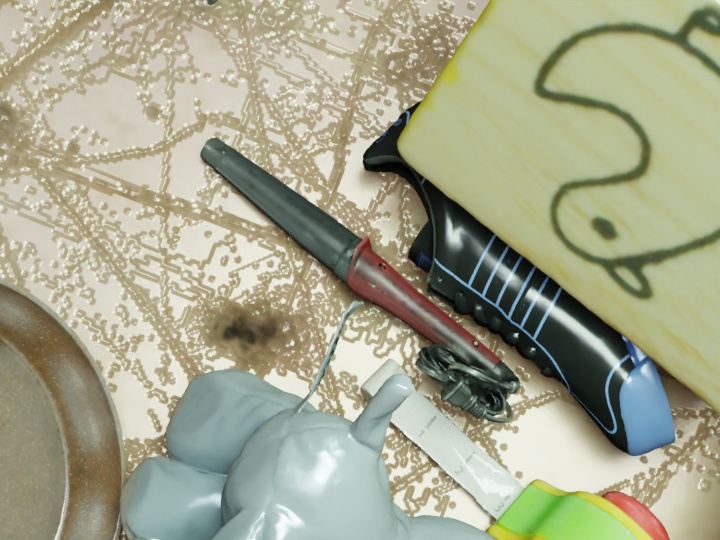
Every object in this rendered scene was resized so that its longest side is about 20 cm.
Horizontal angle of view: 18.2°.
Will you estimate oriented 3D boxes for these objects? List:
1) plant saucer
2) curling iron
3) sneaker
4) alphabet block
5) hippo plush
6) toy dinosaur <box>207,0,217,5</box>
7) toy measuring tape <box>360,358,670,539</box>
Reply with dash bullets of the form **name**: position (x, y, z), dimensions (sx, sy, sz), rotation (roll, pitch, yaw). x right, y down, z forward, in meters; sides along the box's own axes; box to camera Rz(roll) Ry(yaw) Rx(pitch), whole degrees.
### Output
- **plant saucer**: position (-0.200, 0.097, 1.016), dimensions (0.199, 0.034, 0.202), rotation (0, 90, -34)
- **curling iron**: position (0.000, 0.000, 1.068), dimensions (0.200, 0.050, 0.026), rotation (43, 106, 15)
- **sneaker**: position (0.074, 0.008, 1.067), dimensions (0.078, 0.070, 0.201), rotation (-28, 78, -3)
- **alphabet block**: position (0.169, -0.094, 0.990), dimensions (0.200, 0.196, 0.197), rotation (38, 47, 3)
- **hippo plush**: position (-0.008, 0.126, 1.025), dimensions (0.160, 0.159, 0.200), rotation (34, 101, -28)
- **toy dinosaur**: position (-0.084, -0.202, 1.083), dimensions (0.199, 0.086, 0.136), rotation (-21, 47, -21)
- **toy measuring tape**: position (0.083, 0.111, 1.046), dimensions (0.200, 0.074, 0.074), rotation (44, 82, 3)
